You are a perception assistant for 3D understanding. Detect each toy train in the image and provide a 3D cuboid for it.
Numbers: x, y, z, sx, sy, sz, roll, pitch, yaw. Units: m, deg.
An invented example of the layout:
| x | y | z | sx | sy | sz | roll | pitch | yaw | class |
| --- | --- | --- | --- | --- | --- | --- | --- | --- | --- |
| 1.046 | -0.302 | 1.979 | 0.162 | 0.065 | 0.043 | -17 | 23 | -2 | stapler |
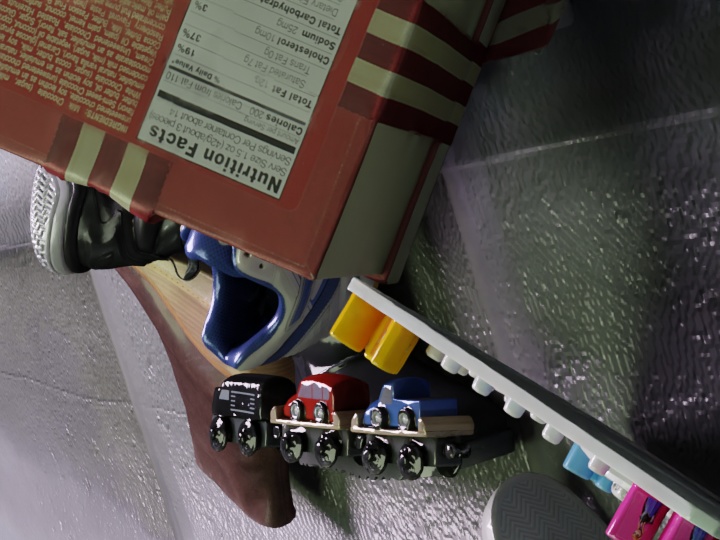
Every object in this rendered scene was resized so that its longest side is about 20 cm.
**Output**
| x | y | z | sx | sy | sz | roll | pitch | yaw | class |
| --- | --- | --- | --- | --- | --- | --- | --- | --- | --- |
| -0.013 | 0.072 | 0.926 | 0.199 | 0.034 | 0.046 | 0 | 89 | 53 | toy train |

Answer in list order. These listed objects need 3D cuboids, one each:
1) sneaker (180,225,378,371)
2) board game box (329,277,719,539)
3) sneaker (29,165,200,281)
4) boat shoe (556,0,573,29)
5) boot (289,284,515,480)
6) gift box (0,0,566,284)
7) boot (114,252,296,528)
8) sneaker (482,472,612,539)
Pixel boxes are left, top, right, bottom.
| x | y | z | sx | sy | sz | roll | pitch | yaw | class |
| --- | --- | --- | --- | --- | --- | --- | --- | --- | --- |
| -0.038 | -0.039 | 0.848 | 0.075 | 0.088 | 0.201 | 27 | 137 | 36 | sneaker |
| 0.106 | 0.085 | 0.719 | 0.200 | 0.199 | 0.026 | 34 | 92 | 47 | board game box |
| -0.116 | -0.091 | 1.088 | 0.075 | 0.113 | 0.202 | 36 | -117 | -76 | sneaker |
| 0.027 | -0.103 | 0.843 | 0.199 | 0.072 | 0.069 | -21 | 87 | 52 | boat shoe |
| -0.001 | 0.000 | 0.967 | 0.164 | 0.065 | 0.202 | -4 | 97 | 53 | boot |
| -0.028 | -0.108 | 0.692 | 0.183 | 0.201 | 0.187 | 27 | -176 | 9 | gift box |
| -0.106 | 0.049 | 1.159 | 0.200 | 0.072 | 0.168 | 34 | 134 | 42 | boot |
| 0.102 | 0.203 | 0.898 | 0.201 | 0.073 | 0.116 | 59 | 147 | 16 | sneaker |
